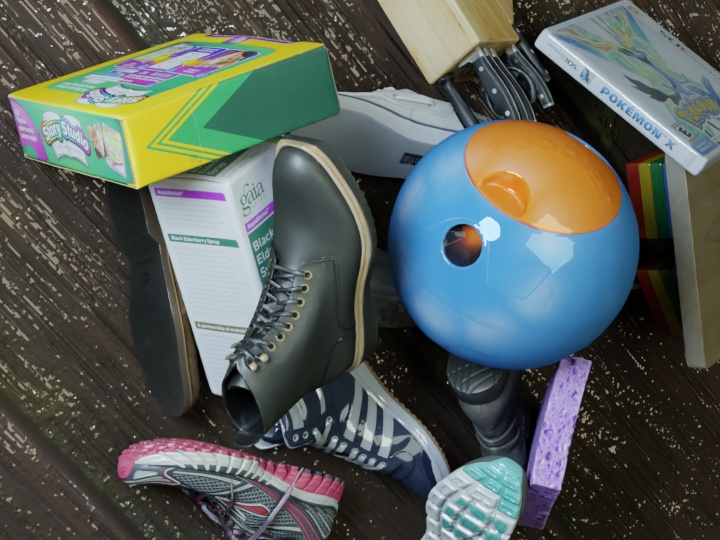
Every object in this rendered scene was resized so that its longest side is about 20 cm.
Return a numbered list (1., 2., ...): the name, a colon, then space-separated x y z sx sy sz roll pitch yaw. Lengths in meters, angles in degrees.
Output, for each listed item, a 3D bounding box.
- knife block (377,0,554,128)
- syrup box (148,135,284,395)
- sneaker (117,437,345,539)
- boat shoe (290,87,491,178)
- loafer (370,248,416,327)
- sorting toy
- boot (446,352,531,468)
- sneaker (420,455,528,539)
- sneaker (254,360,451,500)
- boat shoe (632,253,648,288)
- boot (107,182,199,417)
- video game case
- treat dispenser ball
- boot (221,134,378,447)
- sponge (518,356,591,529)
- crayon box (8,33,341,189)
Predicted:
1. knife block: 0.075 -0.201 1.377 0.200 0.064 0.176 33 37 -26
2. syrup box: -0.087 -0.001 1.249 0.079 0.081 0.200 -46 133 -45
3. sneaker: -0.102 0.181 1.305 0.200 0.081 0.075 19 81 -29
4. boat shoe: 0.032 -0.125 1.399 0.200 0.072 0.066 9 50 -15
5. loafer: 0.000 0.000 1.371 0.200 0.070 0.070 20 53 -44
6. sorting toy: 0.317 -0.031 1.521 0.200 0.070 0.199 -25 110 -54
7. boot: 0.123 0.075 1.446 0.132 0.070 0.200 68 32 -42
8. sneaker: 0.101 0.203 1.381 0.078 0.200 0.091 38 52 10
9. sneaker: -0.016 0.140 1.360 0.109 0.070 0.200 -45 104 -28
10. boat shoe: 0.191 -0.048 1.483 0.200 0.075 0.062 29 104 -19
11. boot: -0.143 0.014 1.294 0.075 0.074 0.200 -9 91 -40
12. video game case: 0.267 -0.170 1.459 0.182 0.022 0.200 41 32 13
13. treat dispenser ball: 0.121 -0.021 1.302 0.201 0.201 0.201 1 89 -30
14. boot: -0.054 0.018 1.163 0.138 0.077 0.200 -40 130 -38
15. sponge: 0.163 0.151 1.400 0.030 0.200 0.112 14 73 5
16. crayon box: -0.142 -0.124 1.215 0.172 0.200 0.058 -24 112 -28
